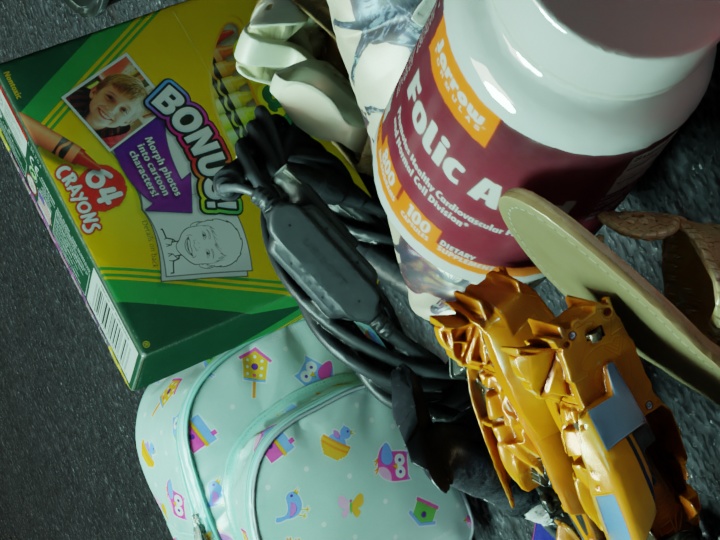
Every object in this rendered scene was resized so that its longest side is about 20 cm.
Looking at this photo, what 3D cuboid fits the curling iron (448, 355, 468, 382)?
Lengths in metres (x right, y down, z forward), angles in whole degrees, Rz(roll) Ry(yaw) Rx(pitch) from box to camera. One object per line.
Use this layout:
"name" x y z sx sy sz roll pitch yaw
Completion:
"curling iron" 0.076 0.061 1.016 0.200 0.049 0.026 68 -164 -71

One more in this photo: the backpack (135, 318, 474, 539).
"backpack" -0.037 0.125 1.205 0.202 0.175 0.153 63 157 -3

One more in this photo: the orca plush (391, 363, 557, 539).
"orca plush" 0.075 0.071 0.943 0.105 0.071 0.200 41 -174 37

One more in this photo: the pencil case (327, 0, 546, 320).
"pencil case" 0.039 -0.075 0.960 0.089 0.077 0.202 -144 36 -70

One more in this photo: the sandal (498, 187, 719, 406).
"sandal" 0.152 0.017 0.794 0.211 0.070 0.078 42 169 -8

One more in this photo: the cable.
"cable" 0.000 0.000 1.055 0.200 0.051 0.163 45 -166 -12

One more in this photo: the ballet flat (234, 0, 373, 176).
"ballet flat" -0.025 -0.108 1.076 0.200 0.072 0.068 49 129 40

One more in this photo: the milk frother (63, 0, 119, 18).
"milk frother" -0.080 -0.253 0.912 0.181 0.187 0.201 53 155 29

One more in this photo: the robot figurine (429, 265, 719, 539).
"robot figurine" 0.101 0.100 0.828 0.145 0.058 0.202 19 134 66

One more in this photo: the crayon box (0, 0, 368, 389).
"crayon box" -0.101 -0.055 1.160 0.201 0.171 0.058 60 156 16

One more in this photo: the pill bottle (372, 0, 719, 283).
"pill bottle" 0.079 -0.081 0.805 0.115 0.113 0.200 61 159 15

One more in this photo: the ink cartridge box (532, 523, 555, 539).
"ink cartridge box" 0.106 0.193 1.061 0.095 0.037 0.201 -74 -11 -45
